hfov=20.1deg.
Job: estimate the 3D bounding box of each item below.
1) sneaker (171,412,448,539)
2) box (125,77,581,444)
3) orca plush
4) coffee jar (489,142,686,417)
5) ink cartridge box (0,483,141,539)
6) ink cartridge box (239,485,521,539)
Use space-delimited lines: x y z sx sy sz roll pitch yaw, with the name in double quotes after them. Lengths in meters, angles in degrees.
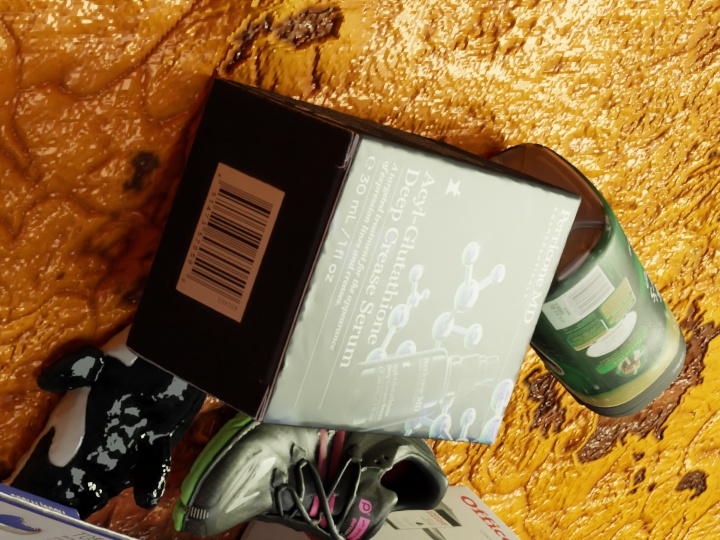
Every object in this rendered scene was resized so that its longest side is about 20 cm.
-0.024 0.124 1.214 0.199 0.084 0.077 -9 131 -40 "sneaker"
0.000 0.000 1.063 0.200 0.107 0.149 10 101 -51 "box"
-0.139 0.100 1.084 0.200 0.071 0.105 -36 144 -12 "orca plush"
0.131 0.012 1.241 0.085 0.104 0.200 -41 146 -1 "coffee jar"
-0.226 0.117 0.953 0.199 0.041 0.199 -17 154 24 "ink cartridge box"
0.033 0.211 1.307 0.200 0.147 0.083 6 120 -49 "ink cartridge box"
